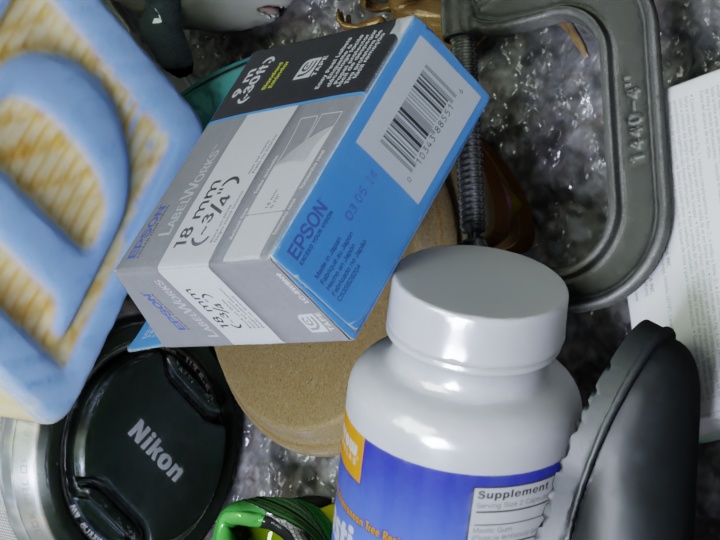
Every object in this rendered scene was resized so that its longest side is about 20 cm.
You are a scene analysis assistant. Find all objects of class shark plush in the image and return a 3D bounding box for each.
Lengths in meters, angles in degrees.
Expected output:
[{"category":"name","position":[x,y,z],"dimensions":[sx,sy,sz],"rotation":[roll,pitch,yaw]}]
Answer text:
[{"category":"shark plush","position":[-0.126,-0.204,1.321],"dimensions":[0.200,0.091,0.083],"rotation":[42,119,-4]}]

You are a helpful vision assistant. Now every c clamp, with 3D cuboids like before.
[{"category":"c clamp","position":[0.074,-0.069,1.133],"dimensions":[0.170,0.027,0.201],"rotation":[-16,71,27]}]

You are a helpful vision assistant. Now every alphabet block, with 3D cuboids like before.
[{"category":"alphabet block","position":[-0.235,-0.056,1.205],"dimensions":[0.199,0.196,0.197],"rotation":[5,57,36]}]

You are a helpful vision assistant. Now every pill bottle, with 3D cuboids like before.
[{"category":"pill bottle","position":[0.044,0.095,1.096],"dimensions":[0.112,0.112,0.201],"rotation":[29,123,42]}]

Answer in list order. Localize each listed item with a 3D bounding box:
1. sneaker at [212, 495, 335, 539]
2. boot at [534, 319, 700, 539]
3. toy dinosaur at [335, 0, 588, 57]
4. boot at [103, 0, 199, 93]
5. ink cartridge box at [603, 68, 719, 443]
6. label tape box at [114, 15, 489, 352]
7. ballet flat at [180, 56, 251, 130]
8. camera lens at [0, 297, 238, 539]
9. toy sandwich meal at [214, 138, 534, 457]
[{"category":"sneaker","position":[-0.017,0.198,1.193],"dimensions":[0.078,0.085,0.200],"rotation":[-54,52,22]},{"category":"boot","position":[0.156,0.141,1.022],"dimensions":[0.162,0.073,0.199],"rotation":[24,97,22]},{"category":"toy dinosaur","position":[0.050,-0.137,1.223],"dimensions":[0.199,0.060,0.107],"rotation":[-18,83,45]},{"category":"boot","position":[-0.159,-0.116,1.373],"dimensions":[0.074,0.095,0.200],"rotation":[-54,54,21]},{"category":"ink cartridge box","position":[0.208,-0.021,1.052],"dimensions":[0.199,0.050,0.162],"rotation":[-18,70,37]},{"category":"label tape box","position":[-0.048,-0.037,1.128],"dimensions":[0.199,0.063,0.145],"rotation":[-6,48,53]},{"category":"ballet flat","position":[-0.109,-0.047,1.299],"dimensions":[0.199,0.067,0.071],"rotation":[-28,49,12]},{"category":"camera lens","position":[-0.180,0.090,1.313],"dimensions":[0.199,0.159,0.161],"rotation":[5,86,43]},{"category":"toy sandwich meal","position":[0.000,0.000,1.230],"dimensions":[0.204,0.070,0.207],"rotation":[-9,77,45]}]
